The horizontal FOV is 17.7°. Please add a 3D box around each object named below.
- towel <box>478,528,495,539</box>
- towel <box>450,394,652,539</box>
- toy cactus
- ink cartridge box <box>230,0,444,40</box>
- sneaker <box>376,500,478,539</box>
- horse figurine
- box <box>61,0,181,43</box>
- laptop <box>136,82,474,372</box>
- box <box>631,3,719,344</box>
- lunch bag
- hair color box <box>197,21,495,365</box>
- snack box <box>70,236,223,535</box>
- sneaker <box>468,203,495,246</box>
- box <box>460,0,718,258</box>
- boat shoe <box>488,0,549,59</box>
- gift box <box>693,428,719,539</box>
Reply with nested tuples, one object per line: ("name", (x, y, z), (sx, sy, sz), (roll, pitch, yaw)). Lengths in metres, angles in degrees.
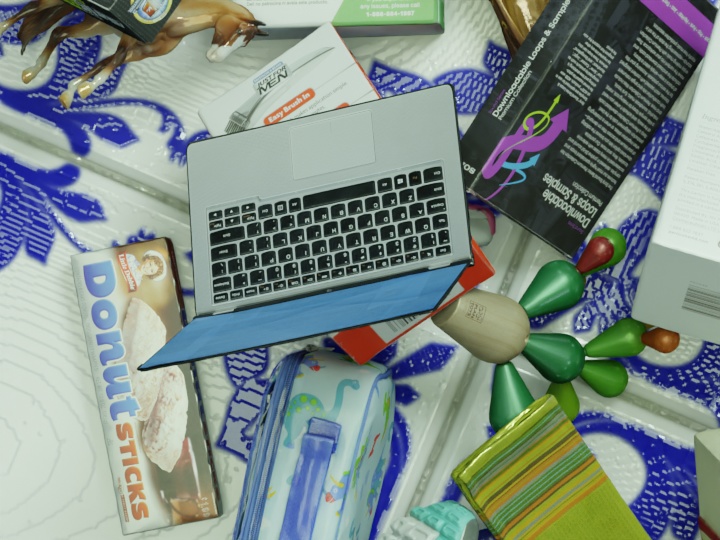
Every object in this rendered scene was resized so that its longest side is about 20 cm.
("towel", (0.092, 0.279, 1.600), (0.147, 0.050, 0.201), (-16, 88, -5))
("towel", (0.146, 0.182, 1.525), (0.086, 0.018, 0.200), (-39, 106, -9))
("toy cactus", (0.121, 0.057, 1.550), (0.164, 0.102, 0.201), (25, 90, -31))
("ink cartridge box", (-0.016, -0.263, 1.589), (0.144, 0.084, 0.201), (-1, 91, 6))
("sneaker", (0.037, 0.247, 1.535), (0.091, 0.078, 0.201), (18, 102, -35))
("horse figurine", (-0.170, -0.166, 1.572), (0.132, 0.200, 0.050), (-38, 126, -19))
("box", (-0.160, -0.251, 1.552), (0.200, 0.044, 0.161), (29, 82, 47))
("laptop", (-0.035, -0.029, 1.424), (0.186, 0.116, 0.201), (-11, 66, 15))
("box", (0.253, -0.066, 1.508), (0.097, 0.125, 0.201), (16, 67, 7))
("lunch bag", (-0.034, 0.152, 1.553), (0.082, 0.161, 0.201), (13, 92, 6))
("hair color box", (-0.011, -0.052, 1.525), (0.111, 0.064, 0.201), (-33, 63, 5))
("snack box", (-0.150, 0.081, 1.632), (0.071, 0.024, 0.201), (-11, 89, 7))
("sneaker", (0.000, 0.000, 1.596), (0.199, 0.081, 0.089), (-13, 90, 13))
("box", (0.151, -0.119, 1.550), (0.036, 0.143, 0.201), (33, 92, 39))
("boat shoe", (0.111, -0.217, 1.585), (0.072, 0.068, 0.201), (-19, 88, 5))
("gift box", (0.306, 0.202, 1.476), (0.199, 0.187, 0.186), (-14, 107, -7))
